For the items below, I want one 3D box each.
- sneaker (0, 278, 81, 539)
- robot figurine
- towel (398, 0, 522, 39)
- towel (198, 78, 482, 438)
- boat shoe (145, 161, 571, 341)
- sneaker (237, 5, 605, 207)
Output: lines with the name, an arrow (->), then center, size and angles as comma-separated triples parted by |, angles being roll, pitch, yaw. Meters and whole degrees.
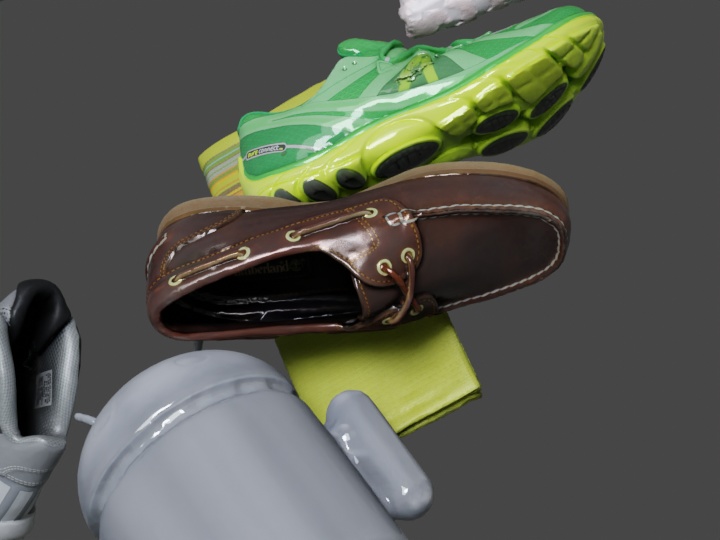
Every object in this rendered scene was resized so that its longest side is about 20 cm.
sneaker -> -0.186, 0.026, 0.808 | 0.116, 0.075, 0.201 | -50, 57, 32
robot figurine -> -0.052, 0.116, 0.723 | 0.169, 0.113, 0.200 | -26, 57, -21
towel -> 0.097, -0.223, 0.872 | 0.199, 0.032, 0.192 | -21, 52, 7
towel -> -0.014, -0.001, 0.825 | 0.086, 0.018, 0.201 | -29, 60, 7
boat shoe -> 0.000, 0.000, 0.751 | 0.199, 0.071, 0.070 | -9, 32, 5
sneaker -> 0.028, -0.090, 0.806 | 0.199, 0.074, 0.084 | -24, 64, -7
